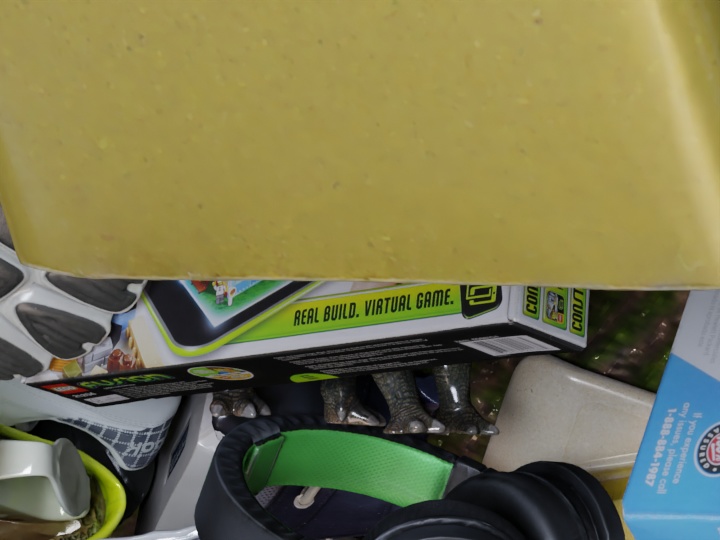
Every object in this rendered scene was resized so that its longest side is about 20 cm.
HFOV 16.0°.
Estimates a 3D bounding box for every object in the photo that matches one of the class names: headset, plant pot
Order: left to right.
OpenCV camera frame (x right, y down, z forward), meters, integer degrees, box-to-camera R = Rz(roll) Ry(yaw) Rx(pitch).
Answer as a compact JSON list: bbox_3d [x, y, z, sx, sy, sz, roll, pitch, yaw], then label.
[{"bbox_3d":[0.009,-0.135,0.563,0.194,0.196,0.200,1,130,29],"label":"plant pot"},{"bbox_3d":[0.037,0.114,0.814,0.200,0.123,0.094,25,110,22],"label":"headset"}]

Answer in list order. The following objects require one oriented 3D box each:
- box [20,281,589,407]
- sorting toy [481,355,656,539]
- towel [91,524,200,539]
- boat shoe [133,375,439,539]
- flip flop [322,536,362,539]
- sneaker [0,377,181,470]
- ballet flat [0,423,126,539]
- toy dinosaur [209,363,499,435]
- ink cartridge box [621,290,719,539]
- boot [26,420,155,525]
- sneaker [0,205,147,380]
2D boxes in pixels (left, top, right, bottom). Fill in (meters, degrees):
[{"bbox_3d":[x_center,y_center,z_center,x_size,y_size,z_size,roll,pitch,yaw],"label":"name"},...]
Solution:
[{"bbox_3d":[-0.018,-0.023,0.772,0.200,0.110,0.035,-9,160,41],"label":"box"},{"bbox_3d":[0.122,0.143,0.905,0.200,0.036,0.186,20,113,8],"label":"sorting toy"},{"bbox_3d":[-0.112,0.126,0.915,0.146,0.024,0.200,-7,165,-6],"label":"towel"},{"bbox_3d":[-0.030,0.085,0.965,0.093,0.075,0.200,14,156,-9],"label":"boat shoe"},{"bbox_3d":[-0.028,0.159,1.067,0.081,0.058,0.200,31,145,-9],"label":"flip flop"},{"bbox_3d":[-0.159,0.015,0.923,0.200,0.076,0.081,16,122,14],"label":"sneaker"},{"bbox_3d":[-0.140,0.064,0.840,0.067,0.067,0.200,-10,162,22],"label":"ballet flat"},{"bbox_3d":[0.000,0.000,0.830,0.200,0.103,0.077,4,179,39],"label":"toy dinosaur"},{"bbox_3d":[0.190,0.047,0.746,0.200,0.116,0.067,0,139,31],"label":"ink cartridge box"},{"bbox_3d":[-0.186,0.061,1.022,0.203,0.074,0.154,32,151,0],"label":"boot"},{"bbox_3d":[-0.083,-0.043,0.779,0.081,0.084,0.200,36,117,-26],"label":"sneaker"}]
